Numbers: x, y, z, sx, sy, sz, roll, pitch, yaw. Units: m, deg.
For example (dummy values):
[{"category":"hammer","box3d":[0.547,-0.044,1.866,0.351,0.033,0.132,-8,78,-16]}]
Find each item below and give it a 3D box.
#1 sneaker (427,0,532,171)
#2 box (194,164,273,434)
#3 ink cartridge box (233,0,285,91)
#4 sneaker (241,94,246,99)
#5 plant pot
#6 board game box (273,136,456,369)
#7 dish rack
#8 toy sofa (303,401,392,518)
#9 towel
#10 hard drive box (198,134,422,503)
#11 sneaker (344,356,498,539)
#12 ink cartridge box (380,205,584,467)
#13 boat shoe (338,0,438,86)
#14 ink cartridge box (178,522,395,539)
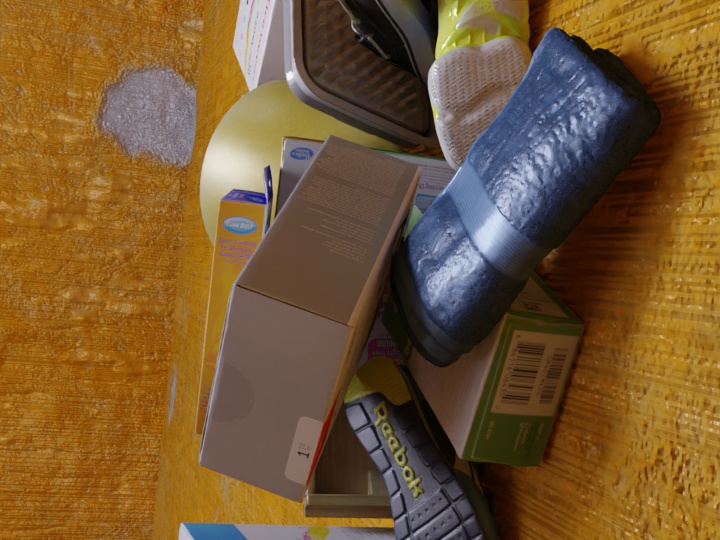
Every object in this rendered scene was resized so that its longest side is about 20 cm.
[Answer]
[{"category":"sneaker","box3d":[0.090,-0.168,0.755,0.105,0.075,0.201,20,-107,-86]},{"category":"box","box3d":[-0.097,0.017,0.789,0.119,0.041,0.201,-111,26,-82]},{"category":"ink cartridge box","box3d":[-0.047,-0.267,1.081,0.200,0.144,0.148,-115,35,-58]},{"category":"sneaker","box3d":[-0.111,-0.113,1.049,0.200,0.077,0.092,77,-143,-81]},{"category":"plant pot","box3d":[-0.026,-0.070,0.926,0.142,0.199,0.201,18,103,47]},{"category":"board game box","box3d":[0.000,0.000,0.823,0.040,0.152,0.201,-38,-43,-78]},{"category":"dish rack","box3d":[-0.003,-0.204,0.867,0.043,0.171,0.201,-27,56,41]},{"category":"toy sofa","box3d":[-0.009,0.120,0.906,0.098,0.082,0.201,109,162,-71]},{"category":"towel","box3d":[0.088,-0.043,0.602,0.200,0.048,0.112,-53,26,22]},{"category":"hard drive box","box3d":[-0.031,0.026,0.685,0.200,0.076,0.156,-65,-7,-53]},{"category":"sneaker","box3d":[0.060,0.154,0.729,0.074,0.082,0.201,-36,60,27]},{"category":"ink cartridge box","box3d":[0.078,0.038,0.708,0.200,0.059,0.104,-122,43,-63]},{"category":"boat shoe","box3d":[0.026,-0.205,0.799,0.200,0.063,0.071,42,-128,-64]},{"category":"ink cartridge box","box3d":[-0.038,0.285,0.774,0.146,0.199,0.148,178,97,-72]}]
